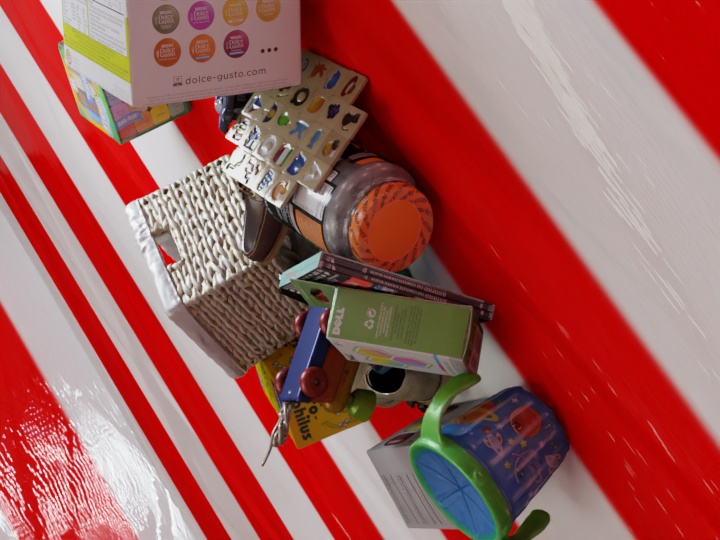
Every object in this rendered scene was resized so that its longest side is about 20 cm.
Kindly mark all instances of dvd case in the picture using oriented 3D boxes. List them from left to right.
[{"bbox_3d":[0.025,0.027,1.500,0.146,0.199,0.022,153,133,-69],"label":"dvd case"}]

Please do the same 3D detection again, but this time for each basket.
[{"bbox_3d":[-0.169,-0.008,1.783,0.199,0.160,0.200,62,-173,36],"label":"basket"}]

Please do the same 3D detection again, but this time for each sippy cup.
[{"bbox_3d":[0.142,0.195,1.457,0.140,0.130,0.178,40,154,29],"label":"sippy cup"}]

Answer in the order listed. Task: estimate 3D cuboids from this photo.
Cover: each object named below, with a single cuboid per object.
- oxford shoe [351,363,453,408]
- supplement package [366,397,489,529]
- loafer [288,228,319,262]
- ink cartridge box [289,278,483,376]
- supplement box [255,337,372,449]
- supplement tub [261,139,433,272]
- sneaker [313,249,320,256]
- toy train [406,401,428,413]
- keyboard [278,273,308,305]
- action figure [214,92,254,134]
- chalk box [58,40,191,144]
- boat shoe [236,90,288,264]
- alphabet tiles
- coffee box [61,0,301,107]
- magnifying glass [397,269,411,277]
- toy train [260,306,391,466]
[{"bbox_3d":[0.030,0.125,1.680,0.200,0.074,0.071,-11,67,57],"label":"oxford shoe"},{"bbox_3d":[0.105,0.225,1.616,0.110,0.113,0.200,61,159,-1],"label":"supplement package"},{"bbox_3d":[-0.064,-0.068,1.715,0.070,0.070,0.200,40,151,27],"label":"loafer"},{"bbox_3d":[0.024,0.063,1.469,0.199,0.060,0.104,9,166,14],"label":"ink cartridge box"},{"bbox_3d":[-0.076,0.134,1.875,0.200,0.109,0.109,-133,23,-63],"label":"supplement box"},{"bbox_3d":[-0.015,-0.076,1.519,0.200,0.122,0.123,35,146,49],"label":"supplement tub"},{"bbox_3d":[0.000,0.000,1.637,0.089,0.077,0.200,40,156,-11],"label":"sneaker"},{"bbox_3d":[0.041,0.138,1.769,0.200,0.034,0.046,14,125,62],"label":"toy train"},{"bbox_3d":[-0.003,0.054,1.645,0.199,0.021,0.127,24,166,4],"label":"keyboard"},{"bbox_3d":[-0.122,-0.201,1.708,0.200,0.104,0.194,-96,3,-52],"label":"action figure"},{"bbox_3d":[-0.331,-0.271,2.011,0.200,0.124,0.124,37,147,51],"label":"chalk box"},{"bbox_3d":[-0.110,-0.110,1.623,0.070,0.070,0.201,16,92,56],"label":"boat shoe"},{"bbox_3d":[-0.074,-0.158,1.531,0.006,0.167,0.200,34,179,-40],"label":"alphabet tiles"},{"bbox_3d":[-0.197,-0.305,1.504,0.200,0.199,0.199,33,129,52],"label":"coffee box"},{"bbox_3d":[0.023,0.031,1.706,0.080,0.022,0.200,62,157,4],"label":"magnifying glass"},{"bbox_3d":[-0.034,0.144,1.581,0.115,0.201,0.085,24,165,-24],"label":"toy train"}]
